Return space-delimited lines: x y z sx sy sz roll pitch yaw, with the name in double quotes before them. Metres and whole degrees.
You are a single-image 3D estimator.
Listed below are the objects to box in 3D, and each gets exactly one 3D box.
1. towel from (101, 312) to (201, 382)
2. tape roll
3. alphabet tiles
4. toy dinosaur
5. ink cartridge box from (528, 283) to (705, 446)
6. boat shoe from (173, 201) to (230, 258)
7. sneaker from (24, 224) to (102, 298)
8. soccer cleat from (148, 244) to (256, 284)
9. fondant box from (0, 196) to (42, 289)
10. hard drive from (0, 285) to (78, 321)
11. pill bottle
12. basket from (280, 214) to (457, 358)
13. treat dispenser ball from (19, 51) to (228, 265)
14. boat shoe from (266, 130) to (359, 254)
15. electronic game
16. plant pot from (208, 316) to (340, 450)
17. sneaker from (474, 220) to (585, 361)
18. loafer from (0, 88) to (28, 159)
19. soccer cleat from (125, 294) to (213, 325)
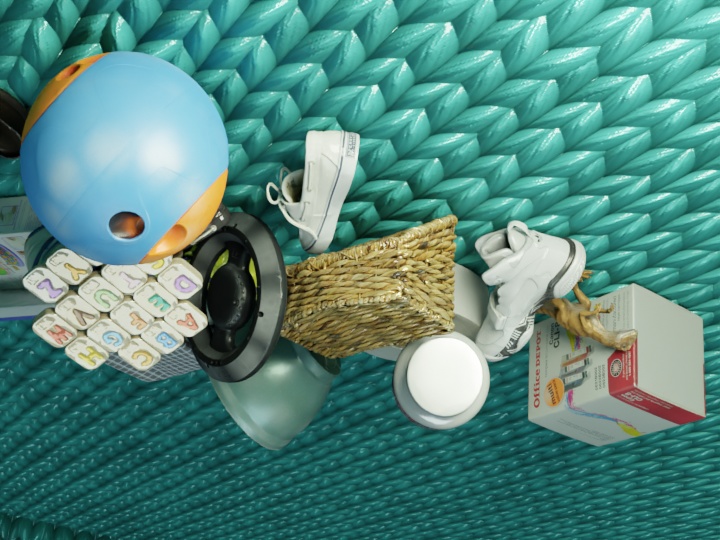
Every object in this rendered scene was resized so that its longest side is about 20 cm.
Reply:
"towel" -0.314 0.094 1.601 0.164 0.087 0.199 -16 146 36
"tape roll" 0.074 0.056 1.456 0.198 0.072 0.203 5 153 2
"alphabet tiles" -0.283 0.039 1.261 0.199 0.015 0.195 -35 124 19
"toy dinosaur" 0.264 0.053 1.399 0.199 0.060 0.108 26 134 53
"ink cartridge box" 0.341 0.134 1.466 0.143 0.148 0.199 22 149 -28
"boat shoe" -0.234 -0.038 1.305 0.199 0.074 0.060 -34 114 31
"sneaker" -0.302 -0.037 1.270 0.198 0.089 0.075 -33 137 12
"soccer cleat" -0.193 -0.008 1.398 0.196 0.066 0.084 9 140 -11
"fondant box" -0.429 -0.034 1.401 0.196 0.059 0.145 -4 152 18
"hard drive" -0.448 0.034 1.475 0.196 0.132 0.026 -5 109 16
"pill bottle" 0.097 0.135 1.335 0.117 0.122 0.200 5 171 2
"basket" 0.000 0.000 1.261 0.198 0.152 0.142 -15 151 36
"treat dispenser ball" -0.226 -0.107 1.046 0.197 0.204 0.202 5 154 2
"boat shoe" -0.062 -0.086 1.197 0.084 0.076 0.203 10 152 -9
"electronic game" -0.153 0.032 1.298 0.041 0.204 0.198 6 160 -42
"plant pot" -0.112 0.131 1.544 0.133 0.202 0.200 -34 141 14
"sneaker" 0.174 0.022 1.324 0.114 0.076 0.201 24 125 -22
"loafer" -0.420 -0.165 1.120 0.072 0.073 0.200 -10 149 30
"soccer cleat" -0.255 0.062 1.476 0.198 0.087 0.070 11 124 -43
